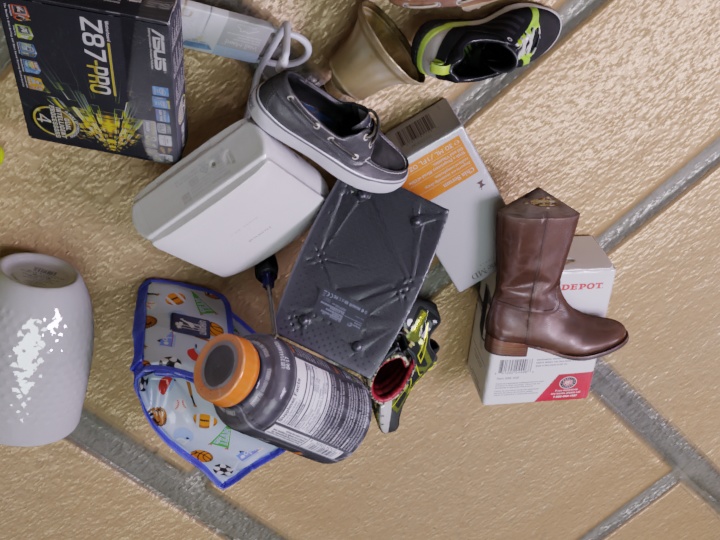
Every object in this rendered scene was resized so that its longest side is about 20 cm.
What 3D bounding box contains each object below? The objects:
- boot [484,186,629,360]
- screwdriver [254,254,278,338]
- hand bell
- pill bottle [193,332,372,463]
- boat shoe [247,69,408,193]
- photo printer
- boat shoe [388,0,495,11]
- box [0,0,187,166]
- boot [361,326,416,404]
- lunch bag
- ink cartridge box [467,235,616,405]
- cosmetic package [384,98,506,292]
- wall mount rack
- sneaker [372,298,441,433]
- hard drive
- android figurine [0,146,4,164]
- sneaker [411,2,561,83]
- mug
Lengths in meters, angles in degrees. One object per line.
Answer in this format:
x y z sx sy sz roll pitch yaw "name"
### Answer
0.236 0.003 1.322 0.185 0.064 0.201 -3 118 -13 "boot"
-0.102 0.027 1.262 0.028 0.200 0.029 31 113 -21 "screwdriver"
-0.040 -0.180 1.215 0.200 0.105 0.104 -36 125 21 "hand bell"
-0.084 0.130 1.219 0.106 0.107 0.200 -42 138 15 "pill bottle"
-0.017 -0.144 1.163 0.199 0.070 0.066 29 136 -30 "boat shoe"
-0.126 -0.068 1.227 0.166 0.070 0.200 -33 158 11 "photo printer"
0.116 -0.306 1.179 0.198 0.076 0.072 -3 151 -10 "boat shoe"
-0.249 -0.192 1.102 0.160 0.049 0.201 10 145 0 "box"
0.028 0.034 1.324 0.073 0.154 0.205 2 126 -29 "boot"
-0.181 0.117 1.321 0.124 0.171 0.200 -35 123 16 "lunch bag"
0.222 0.061 1.439 0.143 0.084 0.201 -2 124 -12 "ink cartridge box"
0.105 -0.083 1.320 0.101 0.071 0.200 -30 126 7 "cosmetic package"
-0.155 -0.202 1.177 0.199 0.075 0.174 10 152 -19 "wall mount rack"
0.057 0.122 1.444 0.084 0.075 0.201 -3 124 -13 "sneaker"
0.000 0.000 1.250 0.134 0.042 0.201 25 93 2 "hard drive"
-0.457 -0.099 1.185 0.181 0.041 0.201 -24 125 3 "android figurine"
0.144 -0.224 1.200 0.199 0.083 0.072 -19 131 -29 "sneaker"
-0.389 0.069 1.267 0.199 0.148 0.176 20 112 9 "mug"
